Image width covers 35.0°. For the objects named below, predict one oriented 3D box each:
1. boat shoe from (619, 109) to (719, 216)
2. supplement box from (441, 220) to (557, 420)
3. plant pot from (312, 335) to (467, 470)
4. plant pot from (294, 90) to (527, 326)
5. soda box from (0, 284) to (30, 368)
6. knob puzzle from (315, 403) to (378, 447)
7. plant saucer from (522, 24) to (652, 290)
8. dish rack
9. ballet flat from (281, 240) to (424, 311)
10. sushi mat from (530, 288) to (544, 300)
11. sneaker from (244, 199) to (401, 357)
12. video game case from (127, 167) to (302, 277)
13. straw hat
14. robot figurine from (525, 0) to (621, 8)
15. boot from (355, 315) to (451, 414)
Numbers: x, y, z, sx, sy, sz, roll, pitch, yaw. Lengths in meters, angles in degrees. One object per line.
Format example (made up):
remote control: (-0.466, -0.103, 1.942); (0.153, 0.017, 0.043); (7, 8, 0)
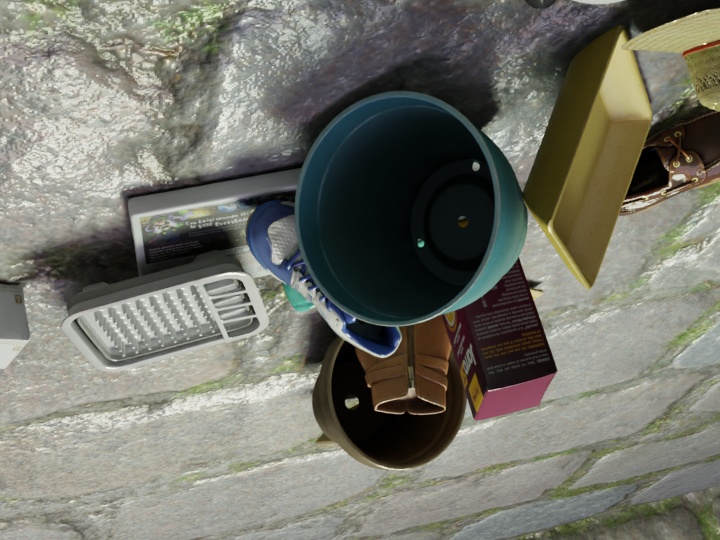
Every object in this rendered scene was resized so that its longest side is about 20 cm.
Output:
boat shoe: (0.339, -0.117, 1.235); (0.199, 0.071, 0.070); (-35, 154, 34)
supplement box: (0.147, 0.054, 1.307); (0.084, 0.203, 0.111); (-12, 156, -9)
plant pot: (0.017, 0.163, 1.504); (0.196, 0.204, 0.173); (-5, 171, -24)
plant pot: (0.069, -0.052, 1.068); (0.198, 0.203, 0.187); (-28, 167, 24)
soda box: (-0.423, 0.050, 1.091); (0.198, 0.065, 0.068); (6, 148, -42)
knob puzzle: (0.053, 0.216, 1.678); (0.216, 0.031, 0.220); (-17, -168, 3)
plant saucer: (0.215, -0.106, 1.095); (0.048, 0.203, 0.200); (17, 170, 27)
dish rack: (-0.202, 0.040, 1.190); (0.196, 0.044, 0.172); (-16, 156, -2)
ballet flat: (0.000, 0.000, 1.217); (0.197, 0.072, 0.067); (-17, -161, -33)
sushi mat: (0.151, 0.036, 1.502); (0.198, 0.012, 0.095); (10, 144, -45)
sneaker: (-0.027, 0.008, 1.104); (0.076, 0.088, 0.200); (-50, 122, -4)
video game case: (-0.130, -0.037, 1.154); (0.196, 0.024, 0.183); (-11, 155, -12)
straw hat: (0.334, -0.182, 0.996); (0.197, 0.087, 0.201); (-14, 180, 0)
robot figurine: (0.157, -0.262, 0.744); (0.148, 0.127, 0.200); (-17, 155, 8)
boot: (0.091, 0.098, 1.388); (0.196, 0.157, 0.074); (-6, 145, -7)
